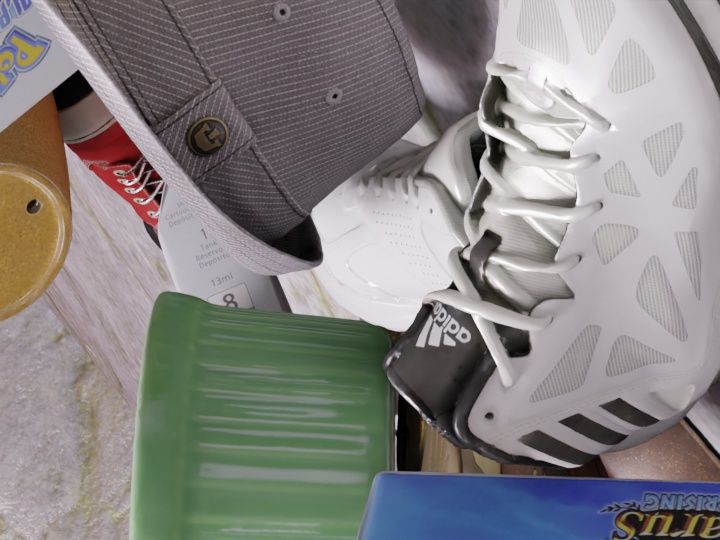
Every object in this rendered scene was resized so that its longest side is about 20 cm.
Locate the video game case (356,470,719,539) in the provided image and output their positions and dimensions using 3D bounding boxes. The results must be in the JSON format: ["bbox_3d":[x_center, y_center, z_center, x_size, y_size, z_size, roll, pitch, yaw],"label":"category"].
[{"bbox_3d":[0.118,0.134,0.667,0.198,0.046,0.182,-1,142,25],"label":"video game case"}]

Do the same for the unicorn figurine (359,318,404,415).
[{"bbox_3d":[0.000,0.000,0.946,0.137,0.073,0.201,-147,34,-83],"label":"unicorn figurine"}]

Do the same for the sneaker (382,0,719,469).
[{"bbox_3d":[0.053,-0.012,0.564,0.076,0.115,0.201,40,164,42],"label":"sneaker"}]

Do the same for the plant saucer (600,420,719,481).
[{"bbox_3d":[0.112,0.098,0.882,0.200,0.034,0.201,48,167,15],"label":"plant saucer"}]

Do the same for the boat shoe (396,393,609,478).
[{"bbox_3d":[0.051,0.057,0.787,0.200,0.067,0.073,-100,18,-70],"label":"boat shoe"}]

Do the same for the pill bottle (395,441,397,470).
[{"bbox_3d":[0.066,0.172,1.066,0.116,0.116,0.201,42,162,37],"label":"pill bottle"}]

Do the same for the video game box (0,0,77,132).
[{"bbox_3d":[-0.149,-0.140,0.736,0.047,0.200,0.183,38,163,42],"label":"video game box"}]

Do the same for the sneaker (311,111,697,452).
[{"bbox_3d":[0.040,-0.022,0.726,0.199,0.078,0.100,28,148,44],"label":"sneaker"}]

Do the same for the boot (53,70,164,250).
[{"bbox_3d":[-0.117,-0.060,1.190,0.145,0.072,0.200,52,176,-10],"label":"boot"}]

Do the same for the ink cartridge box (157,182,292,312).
[{"bbox_3d":[-0.071,-0.013,1.026,0.161,0.050,0.201,70,176,-65],"label":"ink cartridge box"}]

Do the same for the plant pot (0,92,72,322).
[{"bbox_3d":[-0.223,-0.062,1.050,0.200,0.186,0.187,47,169,44],"label":"plant pot"}]

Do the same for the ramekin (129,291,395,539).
[{"bbox_3d":[-0.036,0.110,0.839,0.200,0.097,0.202,-179,90,-90],"label":"ramekin"}]

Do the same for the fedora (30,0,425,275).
[{"bbox_3d":[-0.043,-0.097,0.677,0.201,0.090,0.177,55,-171,-24],"label":"fedora"}]
